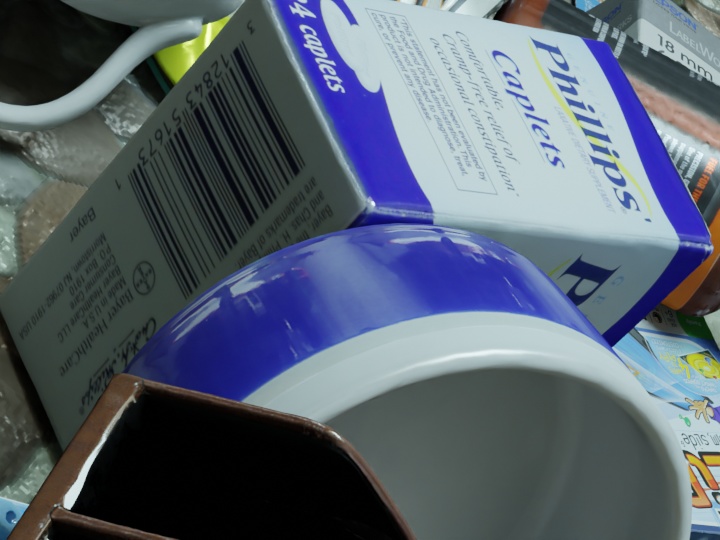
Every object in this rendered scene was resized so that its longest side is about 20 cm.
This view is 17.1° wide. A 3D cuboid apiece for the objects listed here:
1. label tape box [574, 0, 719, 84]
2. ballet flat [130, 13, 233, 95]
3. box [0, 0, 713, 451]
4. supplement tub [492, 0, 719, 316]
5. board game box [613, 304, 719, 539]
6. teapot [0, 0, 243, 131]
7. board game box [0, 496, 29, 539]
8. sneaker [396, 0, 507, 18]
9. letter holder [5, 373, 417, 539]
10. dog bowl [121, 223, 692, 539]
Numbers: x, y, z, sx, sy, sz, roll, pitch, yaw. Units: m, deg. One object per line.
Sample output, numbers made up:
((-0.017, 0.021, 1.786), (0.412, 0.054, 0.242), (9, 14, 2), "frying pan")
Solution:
((0.187, -0.085, 1.319), (0.144, 0.063, 0.201), (34, 35, -19), "label tape box")
((-0.081, -0.160, 1.093), (0.067, 0.067, 0.201), (19, 41, -46), "ballet flat")
((0.000, 0.000, 0.908), (0.199, 0.184, 0.105), (3, 50, -46), "box")
((0.137, -0.047, 1.147), (0.199, 0.107, 0.107), (29, 34, 0), "supplement tub")
((0.109, 0.070, 1.091), (0.199, 0.034, 0.136), (10, 47, -43), "board game box")
((-0.114, -0.190, 0.972), (0.145, 0.198, 0.201), (3, 39, 0), "teapot")
((-0.156, 0.137, 0.616), (0.199, 0.026, 0.201), (23, 60, -44), "board game box")
((0.016, -0.126, 1.082), (0.079, 0.200, 0.078), (46, -11, -3), "sneaker")
((-0.002, 0.141, 0.665), (0.101, 0.141, 0.201), (-58, 142, -32), "letter holder")
((0.006, 0.087, 0.798), (0.199, 0.201, 0.079), (18, 24, -36), "dog bowl")
